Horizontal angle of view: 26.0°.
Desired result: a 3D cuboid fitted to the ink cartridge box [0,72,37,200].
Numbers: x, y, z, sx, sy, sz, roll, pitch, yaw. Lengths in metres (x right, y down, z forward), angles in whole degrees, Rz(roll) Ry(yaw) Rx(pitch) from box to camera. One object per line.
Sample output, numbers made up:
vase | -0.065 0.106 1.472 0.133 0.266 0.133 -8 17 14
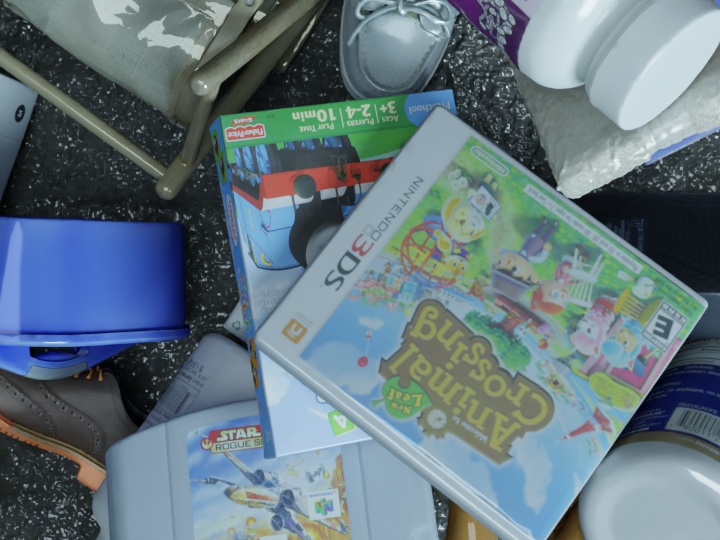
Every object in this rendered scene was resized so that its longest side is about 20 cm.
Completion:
ink cartridge box | -0.297 -0.048 1.000 0.040 0.200 0.202 20 92 17

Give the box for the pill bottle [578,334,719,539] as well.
pill bottle | 0.218 0.104 0.946 0.115 0.200 0.117 16 126 24

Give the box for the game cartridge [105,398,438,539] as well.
game cartridge | -0.054 0.145 0.944 0.197 0.042 0.135 -7 72 -2

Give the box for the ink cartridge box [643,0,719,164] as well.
ink cartridge box | 0.251 -0.153 0.988 0.198 0.044 0.095 -27 92 12

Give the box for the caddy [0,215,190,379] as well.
caddy | -0.200 0.018 1.016 0.140 0.199 0.106 2 91 35

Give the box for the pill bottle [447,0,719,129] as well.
pill bottle | 0.105 -0.175 0.871 0.200 0.112 0.112 46 104 20

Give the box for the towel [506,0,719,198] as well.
towel | 0.153 -0.139 0.948 0.132 0.201 0.035 -27 136 14

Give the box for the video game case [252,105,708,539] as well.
video game case | 0.070 0.030 0.892 0.199 0.022 0.183 37 74 8

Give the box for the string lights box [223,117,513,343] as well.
string lights box | 0.005 -0.020 1.042 0.102 0.059 0.201 34 102 3

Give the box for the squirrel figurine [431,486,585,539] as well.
squirrel figurine | 0.085 0.099 1.028 0.185 0.141 0.202 16 87 17

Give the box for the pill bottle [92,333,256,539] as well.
pill bottle | -0.112 0.153 1.029 0.114 0.114 0.201 35 80 2

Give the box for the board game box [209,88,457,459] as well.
board game box | 0.000 0.000 0.934 0.149 0.037 0.203 -9 85 -18

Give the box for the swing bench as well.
swing bench | -0.133 -0.193 0.988 0.198 0.200 0.130 36 145 3

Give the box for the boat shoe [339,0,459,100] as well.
boat shoe | 0.038 -0.200 0.980 0.074 0.065 0.204 21 83 0

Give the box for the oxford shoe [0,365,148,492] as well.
oxford shoe | -0.207 0.086 1.078 0.199 0.071 0.073 37 96 -21

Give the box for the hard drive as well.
hard drive | 0.212 -0.005 0.977 0.197 0.135 0.043 1 119 9
